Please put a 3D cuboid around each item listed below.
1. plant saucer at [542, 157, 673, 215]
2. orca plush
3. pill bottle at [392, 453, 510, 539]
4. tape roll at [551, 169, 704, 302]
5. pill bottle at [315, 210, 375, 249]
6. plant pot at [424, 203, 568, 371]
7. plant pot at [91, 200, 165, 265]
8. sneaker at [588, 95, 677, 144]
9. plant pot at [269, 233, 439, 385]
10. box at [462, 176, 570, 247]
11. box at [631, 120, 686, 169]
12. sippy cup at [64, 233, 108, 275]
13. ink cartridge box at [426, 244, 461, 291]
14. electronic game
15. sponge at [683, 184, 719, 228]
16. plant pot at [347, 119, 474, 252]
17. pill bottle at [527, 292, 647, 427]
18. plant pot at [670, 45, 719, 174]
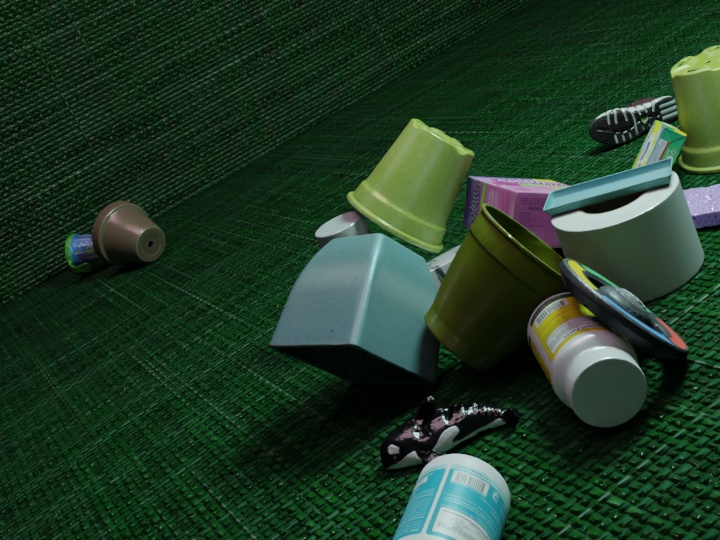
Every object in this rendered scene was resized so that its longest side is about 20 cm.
[{"bbox_3d":[0.381,-0.126,1.474,0.199,0.019,0.070,-14,23,28],"label":"plant saucer"},{"bbox_3d":[0.111,0.206,1.299,0.199,0.071,0.105,-17,21,23],"label":"orca plush"},{"bbox_3d":[0.090,0.299,1.031,0.110,0.111,0.200,-15,22,29],"label":"pill bottle"},{"bbox_3d":[0.413,-0.054,1.486,0.202,0.139,0.203,-23,20,9],"label":"tape roll"},{"bbox_3d":[0.000,0.000,1.765,0.114,0.200,0.114,-22,20,8],"label":"pill bottle"},{"bbox_3d":[0.200,0.039,1.415,0.193,0.200,0.200,-52,15,14],"label":"plant pot"},{"bbox_3d":[-0.692,-0.100,2.938,0.174,0.201,0.200,17,43,38],"label":"plant pot"},{"bbox_3d":[0.584,-0.329,2.093,0.199,0.076,0.116,-15,15,0],"label":"sneaker"},{"bbox_3d":[0.010,0.056,1.504,0.196,0.196,0.201,-5,65,45],"label":"plant pot"},{"bbox_3d":[0.305,-0.105,1.703,0.175,0.097,0.200,1,12,-18],"label":"box"},{"bbox_3d":[0.532,-0.207,1.727,0.048,0.118,0.200,24,16,8],"label":"box"},{"bbox_3d":[-0.874,-0.062,3.130,0.130,0.178,0.140,-10,-22,12],"label":"sippy cup"},{"bbox_3d":[0.150,0.019,1.665,0.200,0.084,0.145,-28,5,-4],"label":"ink cartridge box"},{"bbox_3d":[0.344,0.048,1.257,0.042,0.200,0.200,-55,14,14],"label":"electronic game"},{"bbox_3d":[0.531,-0.100,1.620,0.200,0.030,0.112,-7,26,42],"label":"sponge"},{"bbox_3d":[0.106,-0.164,1.737,0.185,0.200,0.200,-60,15,13],"label":"plant pot"},{"bbox_3d":[0.292,0.114,1.244,0.114,0.115,0.200,-24,20,5],"label":"pill bottle"},{"bbox_3d":[0.657,-0.304,1.751,0.200,0.185,0.200,-23,20,9],"label":"plant pot"}]
